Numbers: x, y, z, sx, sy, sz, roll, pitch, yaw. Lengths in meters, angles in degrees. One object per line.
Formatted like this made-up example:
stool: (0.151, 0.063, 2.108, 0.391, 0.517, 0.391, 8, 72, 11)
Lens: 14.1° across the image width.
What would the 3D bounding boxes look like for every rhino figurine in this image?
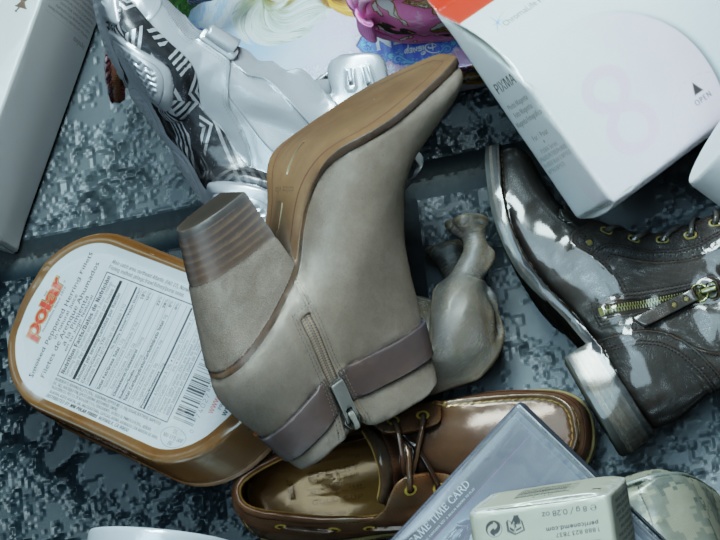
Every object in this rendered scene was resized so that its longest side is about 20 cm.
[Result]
rhino figurine: (-0.013, 0.040, 1.582, 0.199, 0.060, 0.088, -18, 70, 14)

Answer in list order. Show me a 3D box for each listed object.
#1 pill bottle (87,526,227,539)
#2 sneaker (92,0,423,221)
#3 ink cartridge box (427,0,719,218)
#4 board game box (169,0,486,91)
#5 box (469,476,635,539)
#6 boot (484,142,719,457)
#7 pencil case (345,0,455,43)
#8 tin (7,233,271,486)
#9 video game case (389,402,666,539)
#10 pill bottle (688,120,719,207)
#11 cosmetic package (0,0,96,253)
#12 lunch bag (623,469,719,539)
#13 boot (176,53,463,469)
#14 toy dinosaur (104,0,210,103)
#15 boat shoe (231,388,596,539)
pill bottle: (-0.115, 0.240, 1.538, 0.111, 0.112, 0.201, 1, 78, 18)
sneaker: (-0.055, -0.100, 1.561, 0.115, 0.075, 0.200, -34, 92, -11)
ink cartridge box: (0.121, -0.150, 1.517, 0.162, 0.057, 0.200, -36, 96, -26)
board game box: (-0.022, -0.186, 1.648, 0.199, 0.041, 0.201, -11, 74, 15)
box: (0.101, 0.199, 1.338, 0.068, 0.082, 0.201, -8, 89, 11)
boot: (0.173, -0.013, 1.540, 0.174, 0.069, 0.201, -29, 74, 3)
pencil case: (0.037, -0.222, 1.573, 0.086, 0.083, 0.201, -10, 73, 42)
tin: (-0.114, 0.045, 1.590, 0.199, 0.042, 0.112, 19, 77, 41)
video game case: (0.100, 0.183, 1.387, 0.200, 0.019, 0.143, 44, 99, 6)
pill bottle: (0.267, -0.022, 1.446, 0.200, 0.112, 0.112, 34, 88, -1)
cosmetic package: (-0.223, -0.124, 1.674, 0.107, 0.085, 0.201, 15, 81, 19)
lunch bag: (0.113, 0.214, 1.457, 0.199, 0.139, 0.168, -23, 71, 12)
boot: (0.000, 0.000, 1.506, 0.200, 0.070, 0.147, -34, 107, -14)
toy dinosaur: (-0.130, -0.232, 1.629, 0.200, 0.105, 0.182, -45, 49, 15)
boat shoe: (0.026, 0.107, 1.548, 0.199, 0.068, 0.072, -14, 75, 13)
